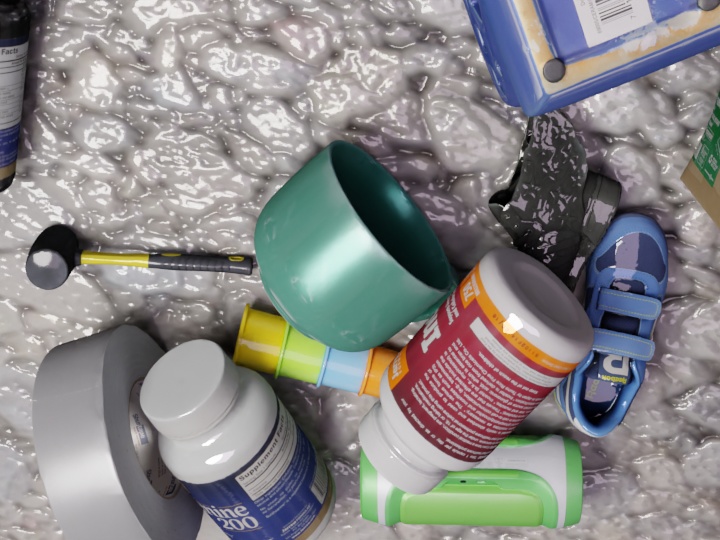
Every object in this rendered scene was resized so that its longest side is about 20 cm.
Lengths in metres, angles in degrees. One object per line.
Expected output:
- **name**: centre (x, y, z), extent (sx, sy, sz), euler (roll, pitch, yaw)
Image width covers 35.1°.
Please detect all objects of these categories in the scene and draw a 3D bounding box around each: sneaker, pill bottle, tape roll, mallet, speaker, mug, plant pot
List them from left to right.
- **pill bottle**: centre (-0.326, -0.170, 0.918), extent (0.110, 0.112, 0.204), euler (12, 111, 0)
- **tape roll**: centre (-0.204, 0.152, 0.981), extent (0.065, 0.201, 0.203), euler (-16, 109, 9)
- **mallet**: centre (-0.194, -0.005, 0.994), extent (0.196, 0.066, 0.042), euler (5, 112, 2)
- **pill bottle**: centre (-0.107, 0.156, 0.989), extent (0.109, 0.112, 0.201), euler (-21, 130, 11)
- **mug**: centre (-0.004, 0.001, 0.936), extent (0.114, 0.153, 0.185), euler (-38, 104, 19)
- **pill bottle**: centre (0.087, 0.088, 0.929), extent (0.112, 0.113, 0.201), euler (35, 116, -9)
- **speaker**: centre (0.099, 0.190, 1.034), extent (0.196, 0.089, 0.090), euler (0, 111, 4)
- **sneaker**: centre (0.148, -0.035, 0.963), extent (0.103, 0.060, 0.202), euler (23, 106, -5)
- **plant pot**: centre (0.166, -0.231, 0.823), extent (0.197, 0.180, 0.203), euler (-20, 108, 10)
- **sneaker**: centre (0.221, 0.052, 0.975), extent (0.072, 0.082, 0.204), euler (10, 109, 2)

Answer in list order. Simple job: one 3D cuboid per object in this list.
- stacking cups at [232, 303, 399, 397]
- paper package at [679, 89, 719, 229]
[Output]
- **stacking cups**: centre (-0.014, 0.079, 1.017), extent (0.196, 0.061, 0.062), euler (12, 111, -3)
- **paper package**: centre (0.360, -0.058, 0.860), extent (0.187, 0.201, 0.105), euler (20, 111, -4)
